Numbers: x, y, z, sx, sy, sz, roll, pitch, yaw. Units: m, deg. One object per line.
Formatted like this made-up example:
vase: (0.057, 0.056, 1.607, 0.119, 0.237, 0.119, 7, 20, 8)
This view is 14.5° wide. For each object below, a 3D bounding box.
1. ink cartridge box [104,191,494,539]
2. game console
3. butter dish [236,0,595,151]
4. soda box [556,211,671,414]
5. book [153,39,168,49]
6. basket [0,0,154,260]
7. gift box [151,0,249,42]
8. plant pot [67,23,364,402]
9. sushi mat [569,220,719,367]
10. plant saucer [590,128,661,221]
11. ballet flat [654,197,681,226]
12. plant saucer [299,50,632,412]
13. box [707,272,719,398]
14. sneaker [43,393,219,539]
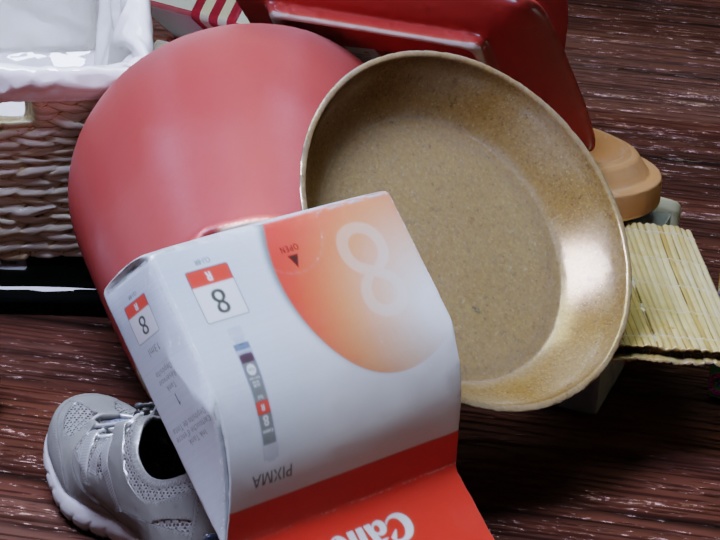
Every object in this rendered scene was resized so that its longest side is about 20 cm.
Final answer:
ink cartridge box: (-0.010, 0.071, 1.304, 0.162, 0.200, 0.050, -16, -17, -45)
game console: (-0.228, -0.014, 1.769, 0.199, 0.117, 0.176, 1, 49, -4)
butter dish: (0.043, -0.171, 1.630, 0.199, 0.148, 0.200, 10, -20, 20)
soda box: (0.130, 0.017, 1.662, 0.068, 0.064, 0.200, 10, 20, 13)
book: (-0.088, -0.102, 1.839, 0.133, 0.048, 0.200, 27, -5, -7)
basket: (-0.226, -0.126, 1.683, 0.197, 0.161, 0.200, -2, 48, -8)
gift box: (-0.013, -0.182, 1.911, 0.184, 0.187, 0.200, 17, -15, 44)
plant pot: (-0.059, -0.009, 1.539, 0.199, 0.201, 0.178, 1, 29, -7)
sushi mat: (0.152, 0.010, 1.572, 0.095, 0.012, 0.200, 3, 20, -4)
plant saucer: (0.083, -0.067, 1.714, 0.199, 0.032, 0.200, 4, 15, -1)
ballet flat: (0.152, -0.052, 1.868, 0.069, 0.070, 0.200, -5, 20, -23)
plant saucer: (0.048, -0.015, 1.454, 0.200, 0.201, 0.035, -11, -17, -36)
box: (0.326, 0.008, 1.636, 0.199, 0.123, 0.193, 11, 19, 21)
sneaker: (-0.094, 0.093, 1.373, 0.074, 0.082, 0.200, -7, 21, -28)
